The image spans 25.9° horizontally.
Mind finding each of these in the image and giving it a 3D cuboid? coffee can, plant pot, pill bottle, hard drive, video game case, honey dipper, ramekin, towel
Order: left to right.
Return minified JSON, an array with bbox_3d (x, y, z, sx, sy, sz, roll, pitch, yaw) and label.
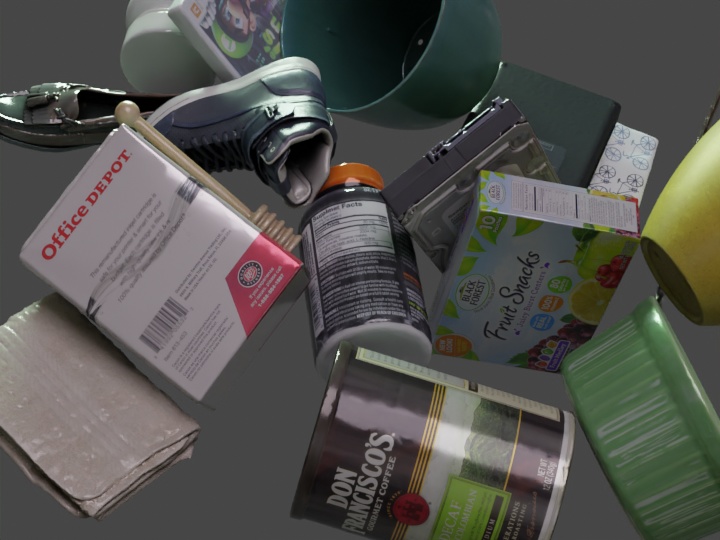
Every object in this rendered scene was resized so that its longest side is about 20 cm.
[{"bbox_3d":[-0.239,0.111,1.297,0.200,0.035,0.132,41,52,21],"label":"towel"},{"bbox_3d":[-0.171,-0.269,1.571,0.113,0.115,0.202,13,50,-2],"label":"pill bottle"},{"bbox_3d":[-0.137,-0.081,1.383,0.200,0.038,0.038,42,51,-5],"label":"honey dipper"},{"bbox_3d":[-0.089,-0.234,1.542,0.200,0.023,0.183,50,43,-27],"label":"video game case"},{"bbox_3d":[0.000,0.000,1.398,0.105,0.107,0.202,1,51,-13],"label":"pill bottle"},{"bbox_3d":[0.047,-0.230,1.538,0.160,0.200,0.202,18,35,-50],"label":"plant pot"},{"bbox_3d":[0.057,0.154,1.258,0.197,0.147,0.147,16,49,0],"label":"coffee can"},{"bbox_3d":[0.108,-0.061,1.386,0.139,0.200,0.038,-38,61,2],"label":"hard drive"},{"bbox_3d":[0.167,-0.121,1.560,0.138,0.033,0.201,21,50,11],"label":"hard drive"},{"bbox_3d":[0.245,0.133,1.291,0.097,0.200,0.202,-28,55,10],"label":"ramekin"},{"bbox_3d":[0.349,-0.028,1.473,0.141,0.200,0.201,-34,62,-4],"label":"plant pot"}]

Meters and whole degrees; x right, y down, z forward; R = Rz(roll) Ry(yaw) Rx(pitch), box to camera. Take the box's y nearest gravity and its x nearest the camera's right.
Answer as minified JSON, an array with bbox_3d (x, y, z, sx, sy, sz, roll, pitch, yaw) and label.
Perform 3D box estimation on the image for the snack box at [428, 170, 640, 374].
[{"bbox_3d":[0.146,0.007,1.366,0.140,0.201,0.053,10,50,-5],"label":"snack box"}]

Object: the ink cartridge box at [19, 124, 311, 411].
[{"bbox_3d":[-0.163,-0.002,1.322,0.199,0.084,0.145,37,85,9],"label":"ink cartridge box"}]

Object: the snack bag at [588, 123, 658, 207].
[{"bbox_3d":[0.192,-0.106,1.589,0.198,0.022,0.190,23,50,5],"label":"snack bag"}]

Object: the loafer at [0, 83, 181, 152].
[{"bbox_3d":[-0.255,-0.154,1.489,0.197,0.063,0.073,5,50,-10],"label":"loafer"}]

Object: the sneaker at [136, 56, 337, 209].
[{"bbox_3d":[-0.115,-0.104,1.425,0.200,0.077,0.147,-26,44,5],"label":"sneaker"}]
